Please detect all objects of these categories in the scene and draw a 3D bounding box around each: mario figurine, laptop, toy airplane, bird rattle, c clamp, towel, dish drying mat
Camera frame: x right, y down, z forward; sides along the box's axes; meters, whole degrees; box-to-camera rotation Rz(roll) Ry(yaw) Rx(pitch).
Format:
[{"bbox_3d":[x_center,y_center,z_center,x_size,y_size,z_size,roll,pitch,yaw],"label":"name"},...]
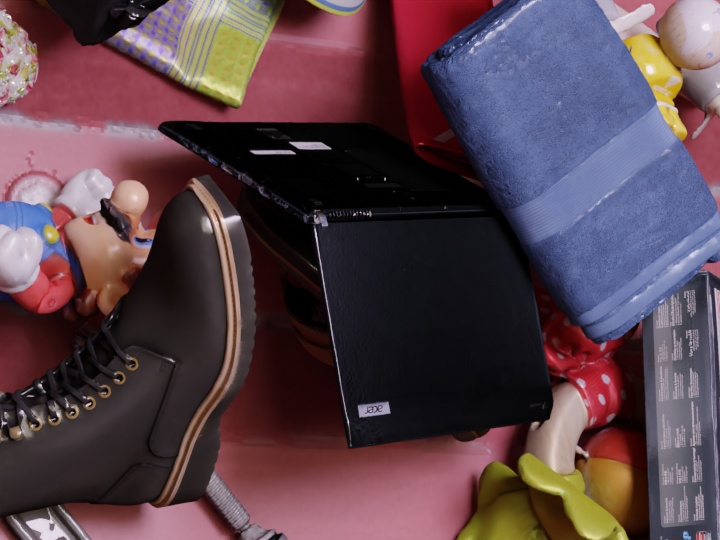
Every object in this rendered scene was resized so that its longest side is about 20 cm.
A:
[{"bbox_3d":[-0.167,-0.025,1.251,0.199,0.106,0.124,8,54,-20],"label":"mario figurine"},{"bbox_3d":[0.000,0.000,1.321,0.177,0.200,0.104,-3,117,-48],"label":"laptop"},{"bbox_3d":[0.161,-0.142,1.448,0.200,0.141,0.200,60,33,-21],"label":"toy airplane"},{"bbox_3d":[0.136,0.110,1.417,0.163,0.112,0.201,38,48,-28],"label":"bird rattle"},{"bbox_3d":[-0.109,0.116,1.296,0.171,0.027,0.201,-35,94,-32],"label":"c clamp"},{"bbox_3d":[0.122,-0.065,1.335,0.111,0.049,0.200,-36,110,-9],"label":"towel"},{"bbox_3d":[0.054,-0.138,1.420,0.076,0.018,0.201,16,48,-24],"label":"dish drying mat"},{"bbox_3d":[-0.129,-0.196,1.374,0.199,0.023,0.144,32,63,-18],"label":"towel"}]

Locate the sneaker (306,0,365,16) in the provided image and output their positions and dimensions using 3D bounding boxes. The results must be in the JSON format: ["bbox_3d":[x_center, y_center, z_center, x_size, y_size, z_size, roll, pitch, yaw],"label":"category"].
[{"bbox_3d":[0.014,-0.238,1.414,0.074,0.082,0.201,25,46,-7],"label":"sneaker"}]

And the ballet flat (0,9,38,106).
[{"bbox_3d":[-0.258,-0.134,1.260,0.199,0.064,0.076,13,70,-26],"label":"ballet flat"}]

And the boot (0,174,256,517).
[{"bbox_3d":[-0.134,0.051,1.188,0.138,0.201,0.078,-8,37,-27],"label":"boot"}]

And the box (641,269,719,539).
[{"bbox_3d":[0.221,0.114,1.425,0.159,0.046,0.201,24,61,-59],"label":"box"}]

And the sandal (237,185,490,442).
[{"bbox_3d":[-0.005,0.032,1.362,0.200,0.055,0.082,46,18,-17],"label":"sandal"}]

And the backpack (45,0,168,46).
[{"bbox_3d":[-0.088,-0.237,1.310,0.200,0.163,0.154,-27,76,-39],"label":"backpack"}]
